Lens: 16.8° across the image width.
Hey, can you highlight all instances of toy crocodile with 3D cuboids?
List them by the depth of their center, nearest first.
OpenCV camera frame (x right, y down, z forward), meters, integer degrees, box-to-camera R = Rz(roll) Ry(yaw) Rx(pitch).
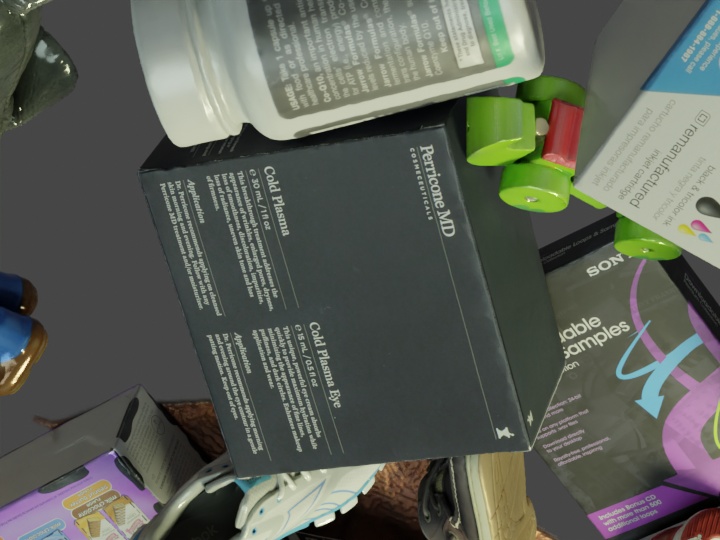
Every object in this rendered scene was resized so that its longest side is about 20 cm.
[{"bbox_3d":[0.136,-0.055,1.307,0.199,0.068,0.062,20,163,-28],"label":"toy crocodile"}]

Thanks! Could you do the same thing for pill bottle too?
[{"bbox_3d":[-0.011,-0.133,1.261,0.198,0.113,0.114,-13,123,8],"label":"pill bottle"}]

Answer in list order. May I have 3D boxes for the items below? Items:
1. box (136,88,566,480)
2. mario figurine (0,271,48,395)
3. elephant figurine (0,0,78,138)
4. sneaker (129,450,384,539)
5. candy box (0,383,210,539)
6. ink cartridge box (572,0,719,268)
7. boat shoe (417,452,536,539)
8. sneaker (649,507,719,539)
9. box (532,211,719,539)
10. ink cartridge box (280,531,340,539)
[{"bbox_3d":[0.000,0.000,1.357,0.181,0.104,0.201,-6,115,22],"label":"box"},{"bbox_3d":[-0.288,0.010,1.428,0.199,0.107,0.123,31,168,-34],"label":"mario figurine"},{"bbox_3d":[-0.228,-0.106,1.353,0.141,0.155,0.201,-23,136,-12],"label":"elephant figurine"},{"bbox_3d":[-0.053,0.127,1.441,0.075,0.200,0.087,48,165,10],"label":"sneaker"},{"bbox_3d":[-0.150,0.194,1.576,0.167,0.072,0.200,-27,116,28],"label":"candy box"},{"bbox_3d":[0.234,-0.084,1.242,0.199,0.146,0.147,28,127,-9],"label":"ink cartridge box"},{"bbox_3d":[0.065,0.140,1.466,0.064,0.072,0.200,9,155,15],"label":"boat shoe"},{"bbox_3d":[0.248,0.204,1.517,0.199,0.079,0.115,29,154,-22],"label":"sneaker"},{"bbox_3d":[0.157,0.066,1.439,0.142,0.036,0.200,-27,115,27],"label":"box"},{"bbox_3d":[-0.004,0.224,1.530,0.198,0.039,0.100,12,100,-20],"label":"ink cartridge box"}]
